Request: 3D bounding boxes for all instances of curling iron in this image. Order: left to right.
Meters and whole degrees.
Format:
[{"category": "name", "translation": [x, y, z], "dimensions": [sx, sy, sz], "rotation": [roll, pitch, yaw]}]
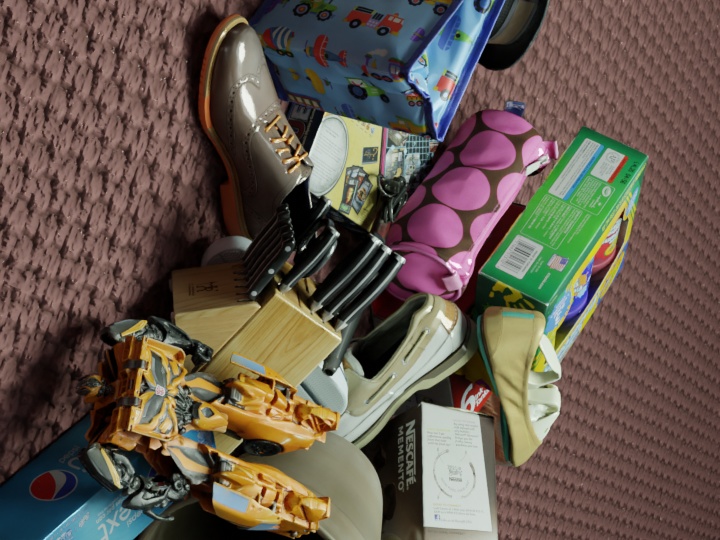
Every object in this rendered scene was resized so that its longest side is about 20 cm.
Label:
[{"category": "curling iron", "translation": [0.000, 0.000, 1.398], "dimensions": [0.050, 0.025, 0.201], "rotation": [80, 27, -55]}]

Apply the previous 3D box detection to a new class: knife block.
[{"category": "knife block", "translation": [-0.052, 0.045, 1.290], "dimensions": [0.064, 0.175, 0.201], "rotation": [-102, -173, -57]}]

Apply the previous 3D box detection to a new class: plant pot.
[{"category": "plant pot", "translation": [-0.061, 0.220, 1.379], "dimensions": [0.174, 0.199, 0.201], "rotation": [-54, 150, -60]}]

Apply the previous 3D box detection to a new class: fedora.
[{"category": "fedora", "translation": [0.086, -0.264, 1.425], "dimensions": [0.091, 0.201, 0.201], "rotation": [-4, 113, -21]}]

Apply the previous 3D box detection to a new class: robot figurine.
[{"category": "robot figurine", "translation": [-0.108, 0.110, 1.203], "dimensions": [0.200, 0.058, 0.146], "rotation": [26, 54, -33]}]

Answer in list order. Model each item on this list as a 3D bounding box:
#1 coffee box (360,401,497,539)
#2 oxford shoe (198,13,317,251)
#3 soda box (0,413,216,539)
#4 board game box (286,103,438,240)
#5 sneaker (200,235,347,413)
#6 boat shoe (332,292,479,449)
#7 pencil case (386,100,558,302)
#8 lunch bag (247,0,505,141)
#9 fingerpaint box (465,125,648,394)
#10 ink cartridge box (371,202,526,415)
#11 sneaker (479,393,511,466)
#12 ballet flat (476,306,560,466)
[{"category": "coffee box", "translation": [0.057, 0.228, 1.466], "dimensions": [0.080, 0.113, 0.201], "rotation": [14, 62, -27]}, {"category": "oxford shoe", "translation": [-0.069, -0.100, 1.283], "dimensions": [0.071, 0.073, 0.201], "rotation": [-48, 143, -36]}, {"category": "soda box", "translation": [-0.189, 0.156, 1.216], "dimensions": [0.200, 0.068, 0.064], "rotation": [-41, 136, -44]}, {"category": "board game box", "translation": [0.002, -0.108, 1.442], "dimensions": [0.200, 0.035, 0.136], "rotation": [33, 76, -60]}, {"category": "sneaker", "translation": [-0.072, 0.039, 1.370], "dimensions": [0.071, 0.073, 0.200], "rotation": [-101, 166, -50]}, {"category": "boat shoe", "translation": [0.005, 0.090, 1.464], "dimensions": [0.200, 0.075, 0.068], "rotation": [-40, 126, 11]}, {"category": "pencil case", "translation": [0.093, -0.056, 1.497], "dimensions": [0.200, 0.093, 0.091], "rotation": [-56, 153, -33]}, {"category": "lunch bag", "translation": [0.031, -0.216, 1.314], "dimensions": [0.200, 0.150, 0.094], "rotation": [-61, 149, -21]}, {"category": "fingerpaint box", "translation": [0.179, -0.001, 1.557], "dimensions": [0.200, 0.073, 0.167], "rotation": [-52, 159, -32]}, {"category": "ink cartridge box", "translation": [0.100, 0.024, 1.634], "dimensions": [0.200, 0.084, 0.176], "rotation": [-49, 143, -35]}, {"category": "sneaker", "translation": [0.146, 0.124, 1.787], "dimensions": [0.080, 0.071, 0.200], "rotation": [-59, 158, -27]}, {"category": "ballet flat", "translation": [0.145, 0.105, 1.483], "dimensions": [0.200, 0.063, 0.069], "rotation": [73, 14, -49]}]
